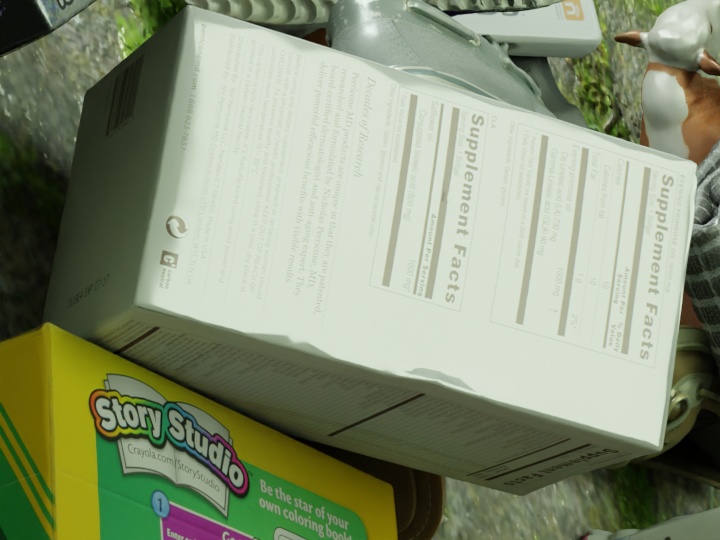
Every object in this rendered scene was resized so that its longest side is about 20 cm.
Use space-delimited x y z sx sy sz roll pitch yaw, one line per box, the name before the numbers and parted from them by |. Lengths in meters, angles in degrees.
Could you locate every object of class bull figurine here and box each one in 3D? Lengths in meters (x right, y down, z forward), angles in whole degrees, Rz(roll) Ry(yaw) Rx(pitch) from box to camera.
bull figurine | 0.185 -0.043 1.484 0.121 0.065 0.200 4 79 -58

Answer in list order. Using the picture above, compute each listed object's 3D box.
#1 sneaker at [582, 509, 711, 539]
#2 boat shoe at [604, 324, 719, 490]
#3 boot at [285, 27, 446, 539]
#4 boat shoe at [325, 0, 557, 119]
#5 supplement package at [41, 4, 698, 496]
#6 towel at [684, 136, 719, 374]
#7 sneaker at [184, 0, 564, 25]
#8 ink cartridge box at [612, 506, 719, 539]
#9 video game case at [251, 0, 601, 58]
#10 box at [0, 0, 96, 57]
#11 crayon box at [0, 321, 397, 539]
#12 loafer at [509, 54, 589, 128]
sneaker | 0.187 0.168 1.338 0.200 0.088 0.082 32 46 -46
boat shoe | 0.143 0.070 1.349 0.201 0.073 0.063 15 54 -63
boot | 0.000 0.000 1.161 0.200 0.074 0.155 66 26 -10
boat shoe | 0.045 -0.065 1.156 0.201 0.070 0.072 25 51 -62
supplement package | 0.003 -0.002 1.022 0.200 0.114 0.110 16 72 -21
towel | 0.216 0.010 1.369 0.166 0.085 0.200 64 26 -14
sneaker | -0.003 -0.132 1.190 0.100 0.200 0.070 -162 -105 -81
ink cartridge box | 0.114 0.176 1.102 0.086 0.200 0.148 9 64 -57
video game case | 0.013 -0.192 1.289 0.182 0.023 0.200 -1 70 -36
box | -0.131 -0.142 0.973 0.115 0.132 0.200 63 30 -13
crayon box | -0.060 0.132 0.991 0.200 0.058 0.173 30 46 -48
loafer | 0.054 -0.092 1.334 0.072 0.063 0.200 -15 78 -30
